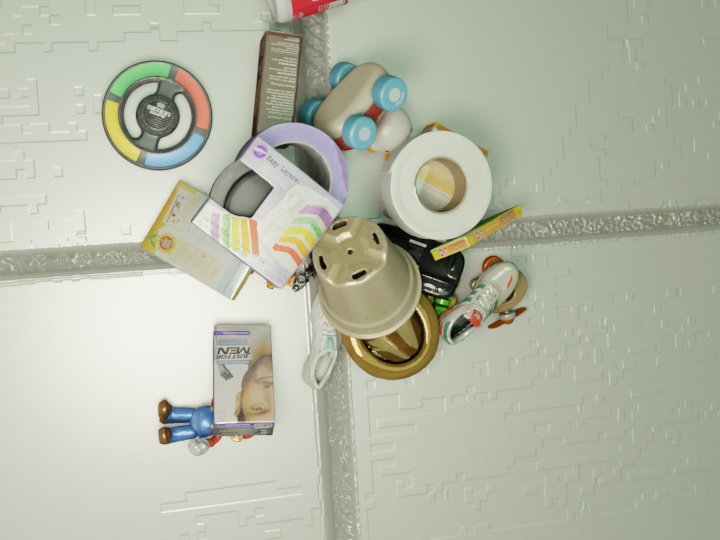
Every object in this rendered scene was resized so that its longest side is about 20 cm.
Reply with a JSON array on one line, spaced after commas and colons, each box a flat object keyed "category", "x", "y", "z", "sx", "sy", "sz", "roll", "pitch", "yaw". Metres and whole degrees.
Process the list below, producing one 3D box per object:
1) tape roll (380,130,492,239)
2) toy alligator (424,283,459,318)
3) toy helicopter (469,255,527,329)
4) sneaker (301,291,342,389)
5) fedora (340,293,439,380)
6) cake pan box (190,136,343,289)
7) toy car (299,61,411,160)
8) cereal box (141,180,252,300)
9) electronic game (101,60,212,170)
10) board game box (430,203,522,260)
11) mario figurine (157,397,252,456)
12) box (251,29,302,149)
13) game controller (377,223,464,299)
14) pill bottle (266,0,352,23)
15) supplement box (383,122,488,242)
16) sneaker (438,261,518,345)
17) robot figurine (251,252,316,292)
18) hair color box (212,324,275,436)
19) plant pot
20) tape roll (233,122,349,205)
[{"category": "tape roll", "x": 0.140, "y": -0.158, "z": 1.587, "sx": 0.201, "sy": 0.071, "sz": 0.203, "roll": -1, "pitch": 95, "yaw": -14}, {"category": "toy alligator", "x": 0.159, "y": 0.065, "z": 1.686, "sx": 0.059, "sy": 0.054, "sz": 0.201, "roll": 12, "pitch": 90, "yaw": -12}, {"category": "toy helicopter", "x": 0.253, "y": 0.076, "z": 1.706, "sx": 0.200, "sy": 0.079, "sz": 0.132, "roll": -42, "pitch": 109, "yaw": -1}, {"category": "sneaker", "x": -0.062, "y": 0.130, "z": 1.623, "sx": 0.075, "sy": 0.088, "sz": 0.201, "roll": 9, "pitch": 90, "yaw": -11}, {"category": "fedora", "x": 0.054, "y": 0.114, "z": 1.651, "sx": 0.200, "sy": 0.082, "sz": 0.202, "roll": 0, "pitch": 87, "yaw": -6}, {"category": "cake pan box", "x": -0.159, "y": -0.099, "z": 1.431, "sx": 0.200, "sy": 0.052, "sz": 0.184, "roll": 39, "pitch": 83, "yaw": -15}, {"category": "toy car", "x": 0.024, "y": -0.269, "z": 1.609, "sx": 0.177, "sy": 0.184, "sz": 0.200, "roll": -52, "pitch": 130, "yaw": -5}, {"category": "cereal box", "x": -0.282, "y": -0.055, "z": 1.566, "sx": 0.200, "sy": 0.040, "sz": 0.144, "roll": 31, "pitch": 86, "yaw": 5}, {"category": "electronic game", "x": -0.372, "y": -0.284, "z": 1.562, "sx": 0.199, "sy": 0.042, "sz": 0.201, "roll": 0, "pitch": 92, "yaw": -12}, {"category": "board game box", "x": 0.229, "y": -0.076, "z": 1.631, "sx": 0.200, "sy": 0.095, "sz": 0.030, "roll": -32, "pitch": 96, "yaw": -41}, {"category": "mario figurine", "x": -0.274, "y": 0.268, "z": 1.575, "sx": 0.199, "sy": 0.106, "sz": 0.124, "roll": -4, "pitch": 96, "yaw": -10}, {"category": "box", "x": -0.157, "y": -0.332, "z": 1.577, "sx": 0.075, "sy": 0.100, "sz": 0.201, "roll": 7, "pitch": 92, "yaw": -13}, {"category": "game controller", "x": 0.100, "y": -0.019, "z": 1.655, "sx": 0.199, "sy": 0.042, "sz": 0.105, "roll": 20, "pitch": 75, "yaw": 7}, {"category": "pill bottle", "x": -0.077, "y": -0.540, "z": 1.579, "sx": 0.199, "sy": 0.112, "sz": 0.113, "roll": -21, "pitch": 97, "yaw": -11}, {"category": "supplement box", "x": 0.146, "y": -0.170, "z": 1.662, "sx": 0.126, "sy": 0.074, "sz": 0.201, "roll": 27, "pitch": 87, "yaw": -13}, {"category": "sneaker", "x": 0.230, "y": 0.070, "z": 1.617, "sx": 0.200, "sy": 0.093, "sz": 0.070, "roll": -43, "pitch": 104, "yaw": 10}, {"category": "robot figurine", "x": -0.135, "y": -0.058, "z": 1.609, "sx": 0.144, "sy": 0.058, "sz": 0.201, "roll": 22, "pitch": 87, "yaw": -2}, {"category": "hair color box", "x": -0.215, "y": 0.199, "z": 1.554, "sx": 0.109, "sy": 0.065, "sz": 0.201, "roll": 1, "pitch": 57, "yaw": -12}, {"category": "plant pot", "x": 0.000, "y": 0.000, "z": 1.527, "sx": 0.199, "sy": 0.184, "sz": 0.201, "roll": -4, "pitch": 66, "yaw": 10}, {"category": "tape roll", "x": -0.126, "y": -0.158, "z": 1.503, "sx": 0.199, "sy": 0.085, "sz": 0.201, "roll": -1, "pitch": 95, "yaw": -15}]
